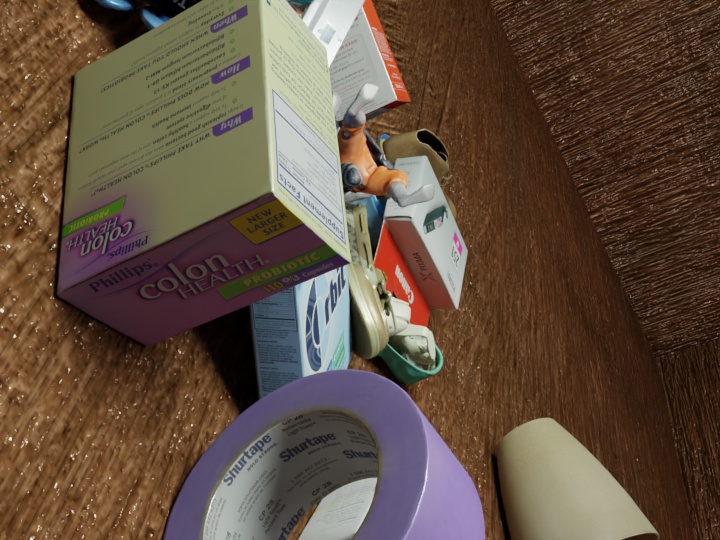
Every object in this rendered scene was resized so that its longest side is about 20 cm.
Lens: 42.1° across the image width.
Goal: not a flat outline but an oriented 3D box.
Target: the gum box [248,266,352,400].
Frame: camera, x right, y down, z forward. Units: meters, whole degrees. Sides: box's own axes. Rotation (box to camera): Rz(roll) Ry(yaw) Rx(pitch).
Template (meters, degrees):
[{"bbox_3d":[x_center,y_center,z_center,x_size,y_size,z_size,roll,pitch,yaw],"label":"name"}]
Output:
[{"bbox_3d":[-0.048,0.026,0.796,0.170,0.044,0.202,-65,156,-62],"label":"gum box"}]

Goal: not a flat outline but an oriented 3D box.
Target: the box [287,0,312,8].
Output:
[{"bbox_3d":[-0.124,-0.384,1.048,0.202,0.082,0.049,68,22,0],"label":"box"}]

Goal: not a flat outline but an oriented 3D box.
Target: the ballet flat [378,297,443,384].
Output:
[{"bbox_3d":[0.035,0.063,1.031,0.200,0.070,0.068,45,35,-46],"label":"ballet flat"}]

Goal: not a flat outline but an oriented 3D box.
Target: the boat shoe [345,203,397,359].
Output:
[{"bbox_3d":[0.000,0.000,0.945,0.074,0.062,0.201,101,-23,-48],"label":"boat shoe"}]

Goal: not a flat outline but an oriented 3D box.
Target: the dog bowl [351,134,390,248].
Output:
[{"bbox_3d":[0.022,-0.097,1.182,0.112,0.049,0.200,62,21,-18],"label":"dog bowl"}]

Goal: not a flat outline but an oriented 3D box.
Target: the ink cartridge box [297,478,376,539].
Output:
[{"bbox_3d":[0.007,0.249,0.793,0.116,0.067,0.200,65,21,-8],"label":"ink cartridge box"}]

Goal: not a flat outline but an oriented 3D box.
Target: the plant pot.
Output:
[{"bbox_3d":[0.267,0.308,1.256,0.187,0.187,0.201,37,23,-53],"label":"plant pot"}]

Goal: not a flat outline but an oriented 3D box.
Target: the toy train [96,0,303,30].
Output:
[{"bbox_3d":[-0.140,-0.240,0.785,0.199,0.087,0.115,31,32,-9],"label":"toy train"}]

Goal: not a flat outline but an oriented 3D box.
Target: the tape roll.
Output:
[{"bbox_3d":[-0.026,0.169,0.606,0.085,0.198,0.201,53,26,-33],"label":"tape roll"}]

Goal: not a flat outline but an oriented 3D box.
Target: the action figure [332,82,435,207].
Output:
[{"bbox_3d":[-0.034,-0.123,0.916,0.200,0.193,0.105,46,68,-18],"label":"action figure"}]

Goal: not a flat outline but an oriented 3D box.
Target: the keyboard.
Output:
[{"bbox_3d":[-0.044,-0.273,1.066,0.056,0.011,0.201,33,71,-21],"label":"keyboard"}]

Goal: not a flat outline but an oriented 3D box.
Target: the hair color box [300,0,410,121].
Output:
[{"bbox_3d":[-0.029,-0.278,1.141,0.202,0.110,0.064,69,20,-1],"label":"hair color box"}]

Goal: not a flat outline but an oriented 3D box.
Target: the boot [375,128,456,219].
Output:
[{"bbox_3d":[0.091,-0.112,1.192,0.200,0.075,0.074,40,33,-53],"label":"boot"}]

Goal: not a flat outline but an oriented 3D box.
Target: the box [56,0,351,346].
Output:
[{"bbox_3d":[-0.111,-0.077,0.661,0.097,0.175,0.202,41,34,-49],"label":"box"}]

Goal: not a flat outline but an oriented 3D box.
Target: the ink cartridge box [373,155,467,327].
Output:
[{"bbox_3d":[0.074,-0.007,1.126,0.200,0.043,0.175,59,37,-50],"label":"ink cartridge box"}]
